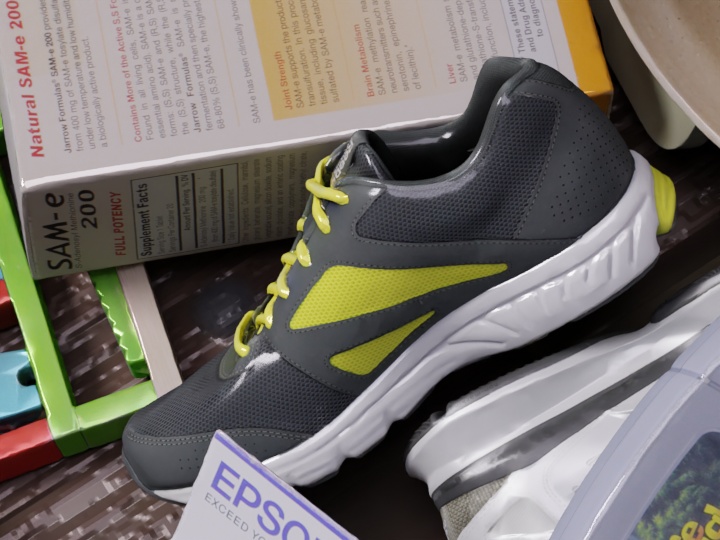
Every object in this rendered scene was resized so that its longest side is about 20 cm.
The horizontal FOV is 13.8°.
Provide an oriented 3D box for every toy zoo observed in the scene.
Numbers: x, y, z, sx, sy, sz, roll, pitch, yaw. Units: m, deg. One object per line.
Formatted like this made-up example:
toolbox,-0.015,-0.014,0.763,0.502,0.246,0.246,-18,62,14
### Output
toy zoo,-0.171,0.023,1.030,0.200,0.020,0.131,-20,65,-2

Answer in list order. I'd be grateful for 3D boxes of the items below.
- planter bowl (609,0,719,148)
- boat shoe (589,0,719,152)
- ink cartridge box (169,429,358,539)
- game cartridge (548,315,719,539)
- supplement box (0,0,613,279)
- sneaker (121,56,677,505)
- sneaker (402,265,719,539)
planter bowl,0.184,-0.129,0.910,0.200,0.200,0.135,39,52,21
boat shoe,0.106,-0.127,1.041,0.063,0.074,0.202,-5,56,-24
ink cartridge box,0.004,0.173,0.863,0.198,0.200,0.043,38,32,21
game cartridge,0.117,0.110,0.897,0.133,0.041,0.200,29,86,-7
supplement box,-0.026,-0.081,1.018,0.200,0.074,0.126,-9,65,-6
sneaker,0.000,0.000,0.962,0.200,0.085,0.074,-32,21,8
sneaker,0.125,0.063,0.958,0.200,0.076,0.115,-27,74,3
